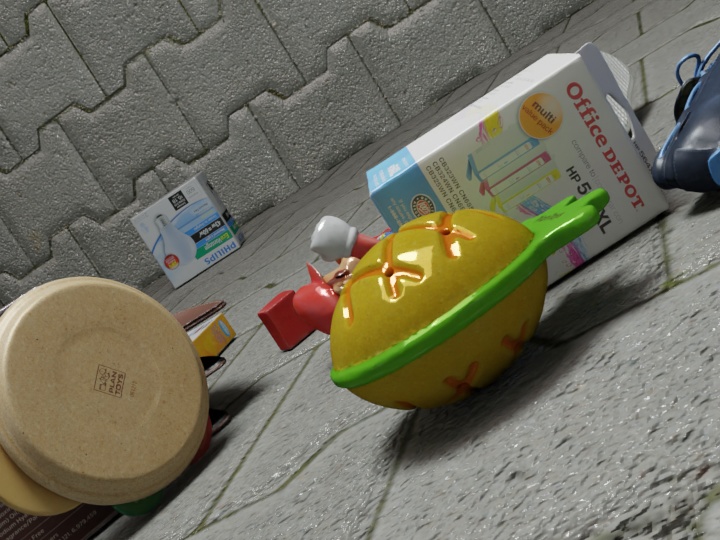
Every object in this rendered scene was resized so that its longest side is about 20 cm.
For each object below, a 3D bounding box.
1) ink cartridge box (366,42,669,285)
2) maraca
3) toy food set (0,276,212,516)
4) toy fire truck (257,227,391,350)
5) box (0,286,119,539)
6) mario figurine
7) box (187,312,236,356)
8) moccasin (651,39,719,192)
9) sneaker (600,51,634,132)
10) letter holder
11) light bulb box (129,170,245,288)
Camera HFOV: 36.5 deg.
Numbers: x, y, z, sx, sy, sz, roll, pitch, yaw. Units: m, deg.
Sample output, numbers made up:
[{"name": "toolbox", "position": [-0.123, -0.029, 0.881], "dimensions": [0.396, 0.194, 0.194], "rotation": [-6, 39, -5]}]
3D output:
[{"name": "ink cartridge box", "position": [0.120, -0.067, 0.806], "dimensions": [0.199, 0.129, 0.125], "rotation": [-33, 9, 7]}, {"name": "maraca", "position": [0.065, 0.011, 0.662], "dimensions": [0.199, 0.108, 0.137], "rotation": [-35, 8, -11]}, {"name": "toy food set", "position": [-0.211, 0.100, 0.889], "dimensions": [0.196, 0.202, 0.049], "rotation": [6, -29, -33]}, {"name": "toy fire truck", "position": [0.000, 0.000, 1.134], "dimensions": [0.200, 0.049, 0.141], "rotation": [-39, 10, -32]}, {"name": "box", "position": [-0.311, 0.150, 0.963], "dimensions": [0.164, 0.201, 0.165], "rotation": [-37, 10, -28]}, {"name": "mario figurine", "position": [0.027, -0.020, 0.933], "dimensions": [0.199, 0.124, 0.106], "rotation": [-30, 18, 8]}, {"name": "box", "position": [-0.237, 0.122, 1.365], "dimensions": [0.118, 0.042, 0.200], "rotation": [-29, 12, 27]}, {"name": "moccasin", "position": [0.250, -0.119, 0.765], "dimensions": [0.068, 0.081, 0.200], "rotation": [-11, 20, 36]}, {"name": "sneaker", "position": [0.225, -0.142, 1.088], "dimensions": [0.200, 0.073, 0.082], "rotation": [-53, -9, -51]}, {"name": "letter holder", "position": [-0.187, 0.109, 1.070], "dimensions": [0.142, 0.101, 0.199], "rotation": [-35, 9, -25]}, {"name": "light bulb box", "position": [-0.414, -0.099, 2.636], "dimensions": [0.197, 0.201, 0.125], "rotation": [-32, 10, 7]}]
